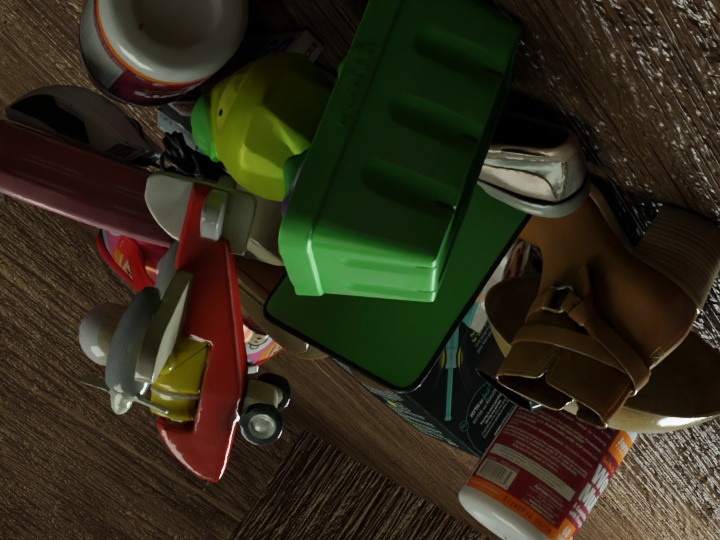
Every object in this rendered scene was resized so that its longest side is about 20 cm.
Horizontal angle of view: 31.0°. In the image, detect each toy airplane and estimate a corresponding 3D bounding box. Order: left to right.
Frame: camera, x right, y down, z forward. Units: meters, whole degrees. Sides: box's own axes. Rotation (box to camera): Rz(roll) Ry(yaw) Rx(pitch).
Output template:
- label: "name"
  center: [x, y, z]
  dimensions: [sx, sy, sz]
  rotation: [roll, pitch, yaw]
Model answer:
- label: "toy airplane"
  center: [-0.131, 0.028, 0.910]
  dimensions: [0.140, 0.200, 0.200]
  rotation: [-6, 150, 4]

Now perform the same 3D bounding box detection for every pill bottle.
- label: "pill bottle"
  center: [-0.162, -0.189, 1.020]
  dimensions: [0.109, 0.110, 0.200]
  rotation: [39, 168, -14]
- label: "pill bottle"
  center: [0.185, 0.157, 1.191]
  dimensions: [0.109, 0.201, 0.110]
  rotation: [34, 168, 8]

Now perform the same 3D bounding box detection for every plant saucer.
- label: "plant saucer"
  center: [-0.221, -0.071, 1.031]
  dimensions: [0.199, 0.051, 0.201]
  rotation: [21, -178, -1]
- label: "plant saucer"
  center: [0.183, 0.067, 0.973]
  dimensions: [0.199, 0.036, 0.200]
  rotation: [14, -156, -6]

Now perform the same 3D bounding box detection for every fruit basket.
- label: "fruit basket"
  center: [-0.020, -0.092, 0.815]
  dimensions: [0.215, 0.216, 0.156]
  rotation: [33, 168, 11]

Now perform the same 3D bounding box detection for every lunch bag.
- label: "lunch bag"
  center: [-0.136, -0.004, 1.183]
  dimensions: [0.200, 0.176, 0.082]
  rotation: [43, 125, 9]

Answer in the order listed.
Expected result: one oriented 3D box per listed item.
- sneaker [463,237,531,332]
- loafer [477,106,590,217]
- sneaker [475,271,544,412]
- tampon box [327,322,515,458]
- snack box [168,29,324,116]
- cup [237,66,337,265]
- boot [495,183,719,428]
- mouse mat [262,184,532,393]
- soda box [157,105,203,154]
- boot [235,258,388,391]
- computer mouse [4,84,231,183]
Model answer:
- label: "sneaker"
  center: [0.098, -0.013, 1.119]
  dimensions: [0.080, 0.072, 0.200]
  rotation: [34, 160, 13]
- label: "loafer"
  center: [0.067, -0.100, 0.893]
  dimensions: [0.199, 0.072, 0.063]
  rotation: [23, 150, 25]
- label: "sneaker"
  center: [0.203, 0.093, 1.116]
  dimensions: [0.199, 0.107, 0.075]
  rotation: [27, 166, 15]
- label: "tampon box"
  center: [0.065, 0.060, 1.277]
  dimensions: [0.200, 0.150, 0.126]
  rotation: [42, 166, -26]
- label: "snack box"
  center: [-0.100, -0.162, 1.080]
  dimensions: [0.024, 0.072, 0.200]
  rotation: [42, 166, -26]
- label: "cup"
  center: [-0.044, -0.065, 1.123]
  dimensions: [0.200, 0.144, 0.200]
  rotation: [34, 168, 8]
- label: "boot"
  center: [0.141, 0.019, 0.898]
  dimensions: [0.199, 0.156, 0.077]
  rotation: [23, 162, 44]
- label: "mouse mat"
  center: [0.033, -0.020, 0.944]
  dimensions: [0.160, 0.201, 0.008]
  rotation: [26, 165, 39]
- label: "soda box"
  center: [-0.099, -0.115, 1.262]
  dimensions: [0.199, 0.068, 0.063]
  rotation: [36, 166, -2]
- label: "boot"
  center: [0.000, 0.000, 1.021]
  dimensions: [0.199, 0.155, 0.074]
  rotation: [26, 154, 33]
- label: "computer mouse"
  center: [-0.189, -0.109, 1.000]
  dimensions: [0.199, 0.044, 0.110]
  rotation: [21, -177, 23]
